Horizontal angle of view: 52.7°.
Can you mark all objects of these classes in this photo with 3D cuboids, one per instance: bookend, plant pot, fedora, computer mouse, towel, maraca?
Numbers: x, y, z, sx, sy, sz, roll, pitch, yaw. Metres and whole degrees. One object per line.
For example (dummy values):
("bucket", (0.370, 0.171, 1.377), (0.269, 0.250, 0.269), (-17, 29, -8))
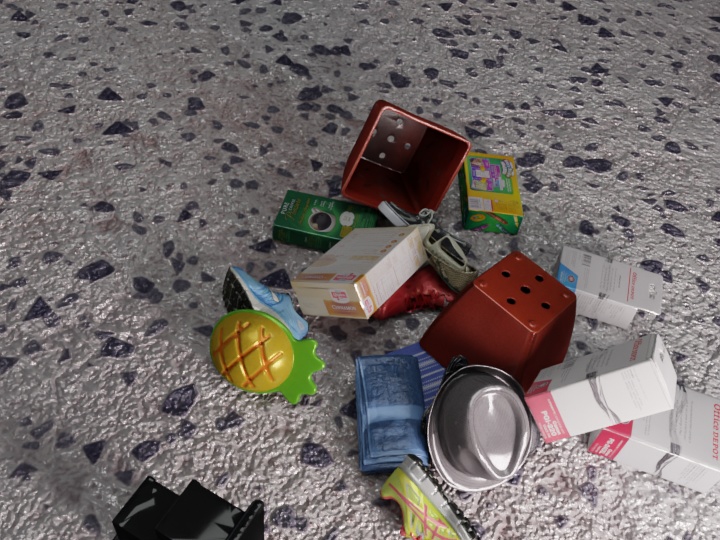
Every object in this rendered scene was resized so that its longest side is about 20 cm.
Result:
("bookend", (-0.232, 0.332, 0.951), (0.200, 0.199, 0.092), (25, 51, 15))
("plant pot", (0.254, 0.088, 1.250), (0.200, 0.176, 0.200), (41, 50, 22))
("fedora", (0.194, 0.245, 1.097), (0.177, 0.090, 0.200), (-2, 89, -14))
("computer mouse", (0.198, 0.234, 1.172), (0.200, 0.053, 0.139), (28, 81, -12))
("plant pot", (0.079, -0.242, 1.502), (0.200, 0.200, 0.176), (19, 26, -19))
("towel", (0.049, 0.227, 1.172), (0.111, 0.049, 0.200), (-3, 54, -1))
("maraca", (-0.156, 0.141, 1.191), (0.200, 0.137, 0.107), (21, 13, 11))
("towel", (0.127, 0.206, 1.246), (0.145, 0.024, 0.200), (-17, 54, -25))

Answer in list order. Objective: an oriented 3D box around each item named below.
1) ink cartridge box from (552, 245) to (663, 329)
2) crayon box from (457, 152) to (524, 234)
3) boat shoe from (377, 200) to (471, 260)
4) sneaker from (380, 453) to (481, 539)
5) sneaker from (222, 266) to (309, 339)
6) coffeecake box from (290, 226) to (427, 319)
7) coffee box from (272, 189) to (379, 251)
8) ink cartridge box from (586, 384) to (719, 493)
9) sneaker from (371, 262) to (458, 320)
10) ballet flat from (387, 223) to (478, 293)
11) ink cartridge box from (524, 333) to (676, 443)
("ink cartridge box", (0.476, 0.038, 1.417), (0.200, 0.067, 0.116), (18, 47, 9))
("crayon box", (0.281, -0.172, 1.585), (0.119, 0.058, 0.200), (6, 47, -4))
("boat shoe", (0.129, -0.087, 1.434), (0.199, 0.068, 0.074), (36, 11, 2))
("sneaker", (0.105, 0.373, 1.062), (0.090, 0.078, 0.200), (-39, 69, 1))
("sneaker", (-0.171, 0.065, 1.306), (0.200, 0.078, 0.090), (44, 39, 22))
("coffeecake box", (0.000, 0.000, 1.297), (0.153, 0.073, 0.200), (1, 31, 41))
("coffee box", (-0.068, -0.094, 1.470), (0.200, 0.044, 0.123), (11, 45, 1))
("ink cartridge box", (0.495, 0.259, 1.207), (0.200, 0.083, 0.145), (20, 48, 9))
("sneaker", (0.118, 0.048, 1.348), (0.115, 0.078, 0.200), (34, 53, 23))
("ballet flat", (0.139, -0.041, 1.352), (0.200, 0.075, 0.068), (39, 35, 16))
("ink cartridge box", (0.373, 0.179, 1.119), (0.085, 0.200, 0.146), (64, 27, 1))
